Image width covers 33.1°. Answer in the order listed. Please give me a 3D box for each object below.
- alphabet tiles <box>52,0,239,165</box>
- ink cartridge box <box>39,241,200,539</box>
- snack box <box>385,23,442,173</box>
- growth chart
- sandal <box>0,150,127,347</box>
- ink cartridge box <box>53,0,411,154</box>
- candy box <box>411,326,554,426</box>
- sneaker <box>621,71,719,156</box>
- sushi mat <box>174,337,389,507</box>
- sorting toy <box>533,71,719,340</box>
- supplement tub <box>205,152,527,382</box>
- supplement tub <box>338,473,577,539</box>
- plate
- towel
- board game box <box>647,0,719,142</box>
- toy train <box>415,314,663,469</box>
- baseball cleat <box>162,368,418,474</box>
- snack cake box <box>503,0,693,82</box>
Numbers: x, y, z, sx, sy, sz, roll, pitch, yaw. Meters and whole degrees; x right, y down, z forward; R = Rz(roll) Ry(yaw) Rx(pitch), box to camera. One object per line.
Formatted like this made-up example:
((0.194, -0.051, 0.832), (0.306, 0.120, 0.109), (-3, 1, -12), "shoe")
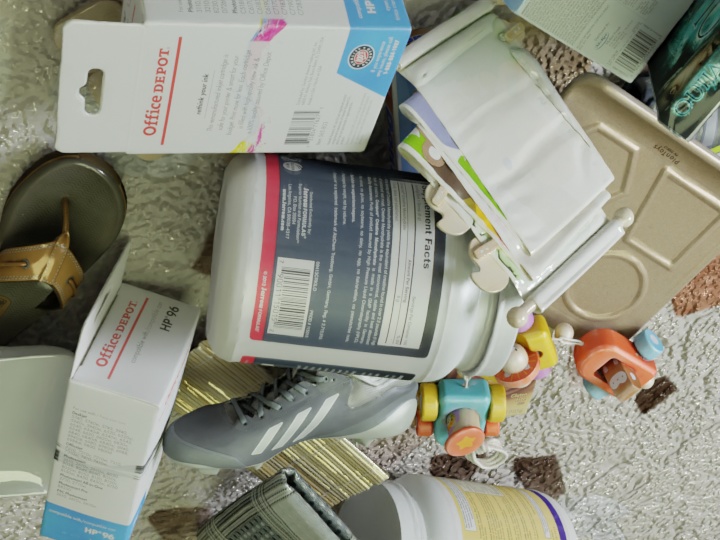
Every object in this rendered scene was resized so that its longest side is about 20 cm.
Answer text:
((-0.085, -0.157, 0.776), (0.194, 0.015, 0.201), (-28, 133, 4), "alphabet tiles")
((-0.171, 0.095, 0.882), (0.067, 0.117, 0.202), (17, 125, -3), "ink cartridge box")
((0.057, -0.085, 0.885), (0.071, 0.024, 0.202), (-13, 132, -8), "snack box")
((0.092, -0.076, 0.785), (0.144, 0.201, 0.018), (-29, 177, -26), "growth chart")
((-0.229, 0.002, 0.831), (0.200, 0.055, 0.081), (-43, 129, 18), "sandal")
((-0.083, -0.130, 0.725), (0.197, 0.069, 0.116), (-2, 147, -19), "ink cartridge box")
((0.052, 0.070, 0.996), (0.197, 0.056, 0.116), (-3, 130, -17), "candy box")
((0.241, -0.119, 0.896), (0.199, 0.074, 0.081), (-38, 128, 11), "sneaker")
((-0.075, 0.129, 0.974), (0.095, 0.012, 0.200), (-34, 116, 29), "sushi mat")
((0.174, -0.037, 0.899), (0.184, 0.037, 0.200), (29, 126, -20), "sorting toy")
((0.000, 0.000, 0.822), (0.197, 0.141, 0.142), (7, 128, -10), "supplement tub")
((0.087, 0.266, 1.116), (0.198, 0.146, 0.146), (13, 124, -29), "supplement tub")
((-0.313, 0.111, 0.888), (0.197, 0.033, 0.200), (-1, 143, -20), "plate")
((-0.041, 0.270, 1.028), (0.200, 0.035, 0.192), (47, 140, -3), "towel")
((0.234, -0.170, 0.768), (0.028, 0.200, 0.136), (34, 115, -6), "board game box")
((0.136, 0.104, 0.954), (0.150, 0.056, 0.200), (34, 122, -28), "toy train")
((-0.051, 0.088, 0.901), (0.198, 0.070, 0.108), (-8, 121, -23), "baseball cleat")
((0.182, -0.235, 0.768), (0.114, 0.067, 0.201), (22, 115, -32), "snack cake box")
